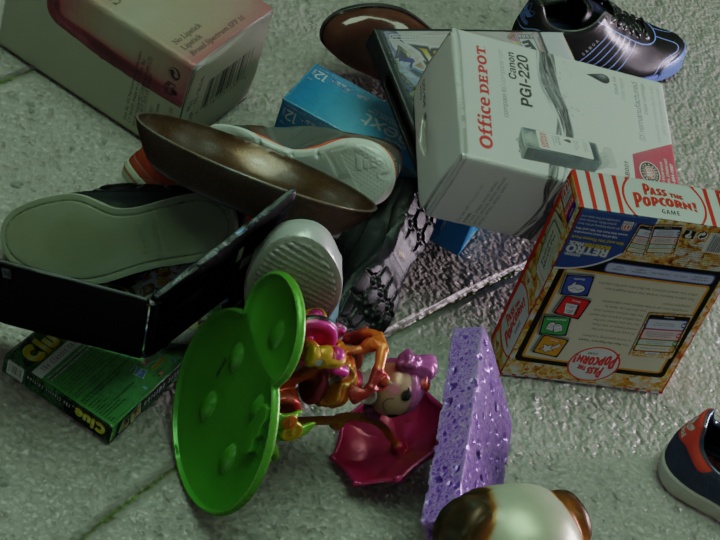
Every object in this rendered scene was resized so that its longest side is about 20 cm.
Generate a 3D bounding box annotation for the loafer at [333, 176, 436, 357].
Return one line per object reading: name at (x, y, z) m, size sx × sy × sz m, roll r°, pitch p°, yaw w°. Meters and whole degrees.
loafer at (0.000, 0.000, 1.540) m, size 0.070 × 0.068 × 0.201 m, roll -2°, pitch 43°, yaw 33°

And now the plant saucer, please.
plant saucer at (-0.085, -0.071, 1.438) m, size 0.200 × 0.034 × 0.200 m, roll 21°, pitch 8°, yaw -3°

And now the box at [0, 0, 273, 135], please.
box at (-0.199, -0.217, 1.636) m, size 0.200 × 0.109 × 0.128 m, roll 34°, pitch 45°, yaw 12°

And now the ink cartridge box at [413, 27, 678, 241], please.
ink cartridge box at (0.151, -0.102, 1.517) m, size 0.200 × 0.085 × 0.146 m, roll 11°, pitch 51°, yaw -17°

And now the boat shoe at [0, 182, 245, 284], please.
boat shoe at (-0.183, -0.033, 1.461) m, size 0.199 × 0.075 × 0.066 m, roll -9°, pitch 5°, yaw 17°

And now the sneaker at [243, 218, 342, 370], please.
sneaker at (-0.049, 0.001, 1.381) m, size 0.074 × 0.200 × 0.082 m, roll 5°, pitch 61°, yaw -3°

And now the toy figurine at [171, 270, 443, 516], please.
toy figurine at (-0.015, 0.092, 1.365) m, size 0.184 × 0.200 × 0.150 m, roll 7°, pitch 39°, yaw -32°

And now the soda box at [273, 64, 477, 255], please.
soda box at (0.022, -0.099, 1.637) m, size 0.200 × 0.064 × 0.068 m, roll 29°, pitch 43°, yaw 9°

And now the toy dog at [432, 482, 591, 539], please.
toy dog at (0.099, 0.239, 1.213) m, size 0.139 × 0.194 × 0.200 m, roll -3°, pitch 72°, yaw -19°

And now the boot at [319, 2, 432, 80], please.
boot at (0.061, -0.158, 1.678) m, size 0.188 × 0.068 × 0.200 m, roll 24°, pitch 25°, yaw -23°

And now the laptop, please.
laptop at (-0.161, -0.008, 1.341) m, size 0.200 × 0.177 × 0.103 m, roll -39°, pitch 84°, yaw -16°

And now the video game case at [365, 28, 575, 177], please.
video game case at (0.121, -0.132, 1.597) m, size 0.200 × 0.026 × 0.181 m, roll -3°, pitch 58°, yaw -29°

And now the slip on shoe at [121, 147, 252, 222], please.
slip on shoe at (-0.112, -0.046, 1.522) m, size 0.200 × 0.061 × 0.074 m, roll 41°, pitch 14°, yaw 21°

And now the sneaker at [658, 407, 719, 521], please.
sneaker at (0.341, 0.175, 1.475) m, size 0.200 × 0.085 × 0.075 m, roll 24°, pitch 43°, yaw 2°

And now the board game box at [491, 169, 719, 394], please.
board game box at (0.209, 0.014, 1.500) m, size 0.151 × 0.200 × 0.046 m, roll 8°, pitch 44°, yaw -15°

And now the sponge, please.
sponge at (0.081, 0.150, 1.381) m, size 0.030 × 0.112 × 0.200 m, roll -3°, pitch 41°, yaw 16°

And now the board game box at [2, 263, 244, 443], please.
board game box at (-0.176, 0.046, 1.447) m, size 0.105 × 0.023 × 0.200 m, roll 34°, pitch 45°, yaw 12°

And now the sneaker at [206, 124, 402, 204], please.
sneaker at (-0.057, -0.090, 1.581) m, size 0.200 × 0.077 × 0.082 m, roll 8°, pitch 20°, yaw 17°

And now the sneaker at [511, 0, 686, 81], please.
sneaker at (0.246, -0.237, 1.851) m, size 0.200 × 0.078 × 0.070 m, roll -2°, pitch 48°, yaw -23°
